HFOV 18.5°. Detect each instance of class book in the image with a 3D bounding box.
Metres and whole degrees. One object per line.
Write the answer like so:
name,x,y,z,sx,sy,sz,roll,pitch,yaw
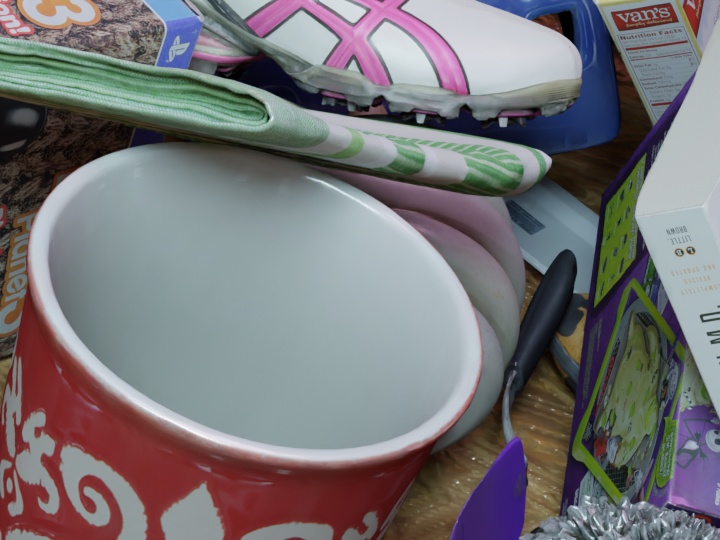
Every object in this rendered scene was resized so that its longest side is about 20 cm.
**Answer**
book,0.161,0.024,0.789,0.048,0.201,0.134,-9,30,31

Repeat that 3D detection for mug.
mug,-0.048,0.071,0.698,0.133,0.201,0.178,31,37,12

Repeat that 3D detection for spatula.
spatula,0.063,0.055,0.881,0.020,0.057,0.200,6,40,12

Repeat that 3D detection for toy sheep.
toy sheep,0.000,0.000,0.870,0.137,0.138,0.201,14,48,-12

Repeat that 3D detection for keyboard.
keyboard,0.080,-0.026,1.047,0.200,0.011,0.056,39,45,21

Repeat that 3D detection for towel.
towel,-0.040,-0.052,0.721,0.152,0.024,0.200,13,2,29

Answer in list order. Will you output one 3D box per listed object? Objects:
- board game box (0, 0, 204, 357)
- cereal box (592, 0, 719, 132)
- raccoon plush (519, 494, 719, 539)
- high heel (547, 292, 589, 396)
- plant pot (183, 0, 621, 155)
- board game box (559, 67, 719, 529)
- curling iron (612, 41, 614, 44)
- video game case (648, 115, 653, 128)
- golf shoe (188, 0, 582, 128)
board game box,-0.180,-0.042,0.802,0.199,0.160,0.097,-18,53,-41
cereal box,0.154,-0.107,0.955,0.039,0.200,0.144,-5,52,25
raccoon plush,0.098,0.139,0.711,0.097,0.200,0.134,41,41,-15
high heel,0.176,0.022,0.988,0.142,0.072,0.200,35,40,20
plant pot,0.006,-0.169,0.991,0.199,0.180,0.200,-8,41,-2
board game box,0.115,0.026,0.853,0.032,0.120,0.201,15,59,-6
curling iron,0.125,-0.153,1.211,0.200,0.026,0.049,39,43,20
video game case,0.155,-0.121,1.058,0.023,0.201,0.182,-9,28,18
golf shoe,-0.007,-0.110,0.853,0.199,0.093,0.073,15,10,5
